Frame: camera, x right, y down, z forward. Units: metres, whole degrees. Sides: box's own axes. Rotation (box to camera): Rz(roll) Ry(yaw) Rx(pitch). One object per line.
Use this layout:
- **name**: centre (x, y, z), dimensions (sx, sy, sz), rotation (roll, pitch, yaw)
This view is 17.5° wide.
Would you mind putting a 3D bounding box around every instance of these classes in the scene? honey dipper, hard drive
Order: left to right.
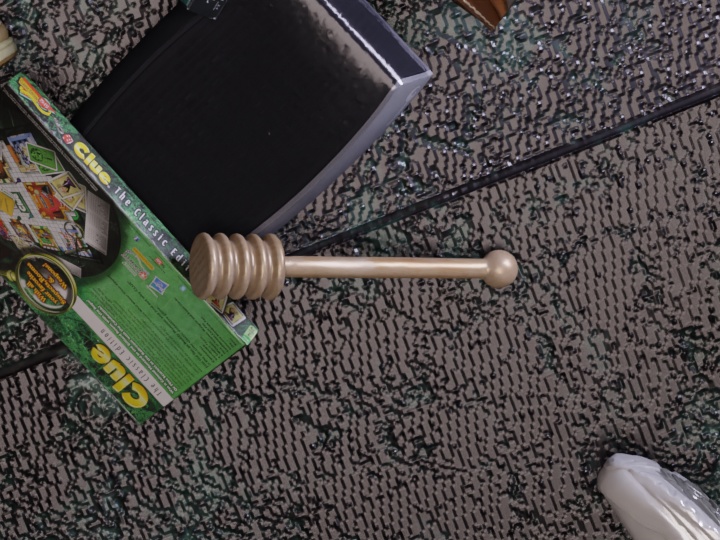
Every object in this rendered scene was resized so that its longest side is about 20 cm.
- **hard drive**: centre (-0.072, -0.087, 1.319), dimensions (0.200, 0.042, 0.135), rotation (-41, 99, 22)
- **honey dipper**: centre (0.000, 0.000, 1.337), dimensions (0.198, 0.038, 0.038), rotation (2, 101, -25)

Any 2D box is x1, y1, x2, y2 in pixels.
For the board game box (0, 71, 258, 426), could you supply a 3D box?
- **board game box**: centre (-0.160, -0.010, 1.341), dimensions (0.105, 0.023, 0.200), rotation (-36, 101, 33)

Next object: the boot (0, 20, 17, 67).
- **boot**: centre (-0.304, -0.159, 1.312), dimensions (0.198, 0.072, 0.156), rotation (-13, 98, 1)

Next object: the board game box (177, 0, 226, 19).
- **board game box**: centre (-0.075, -0.257, 1.273), dimensions (0.135, 0.028, 0.201), rotation (42, 106, 32)

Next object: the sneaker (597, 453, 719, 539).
- **sneaker**: centre (0.196, 0.199, 1.386), dimensions (0.099, 0.078, 0.200), rotation (-40, 98, 9)

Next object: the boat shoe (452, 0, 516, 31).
- **boat shoe**: centre (0.000, -0.201, 1.315), dimensions (0.200, 0.076, 0.074), rotation (41, 102, 0)
